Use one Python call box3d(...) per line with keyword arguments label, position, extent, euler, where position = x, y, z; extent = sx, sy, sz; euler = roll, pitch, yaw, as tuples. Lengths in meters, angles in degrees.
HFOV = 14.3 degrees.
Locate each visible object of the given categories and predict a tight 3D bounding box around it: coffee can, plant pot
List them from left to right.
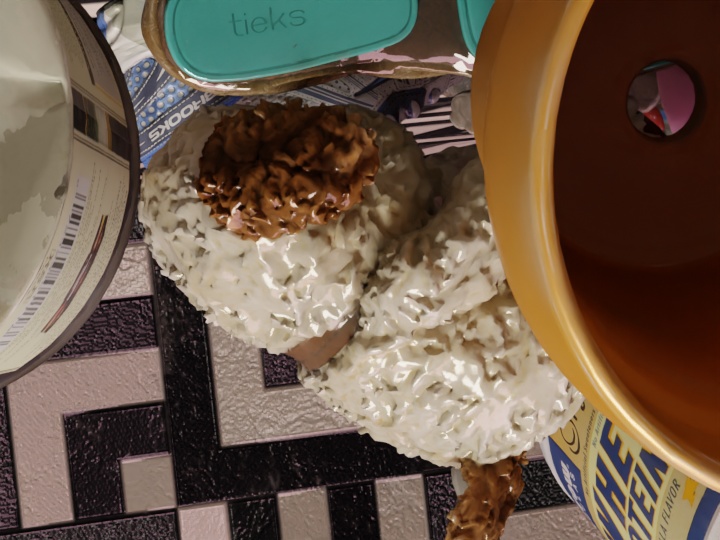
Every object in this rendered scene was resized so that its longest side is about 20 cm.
box3d(label="coffee can", position=(-0.138, -0.033, 0.761), extent=(0.145, 0.147, 0.200), euler=(-6, 179, 0))
box3d(label="plant pot", position=(0.118, -0.045, 0.860), extent=(0.199, 0.202, 0.183), euler=(-6, -169, -13))

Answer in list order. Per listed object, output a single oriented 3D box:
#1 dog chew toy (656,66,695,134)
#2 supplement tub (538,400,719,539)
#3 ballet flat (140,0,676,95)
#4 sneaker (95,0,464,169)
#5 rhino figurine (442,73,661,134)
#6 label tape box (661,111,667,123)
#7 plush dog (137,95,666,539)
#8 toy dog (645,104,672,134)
box3d(label="dog chew toy", position=(0.183, -0.042, 1.009), extent=(0.124, 0.201, 0.125), euler=(-13, 141, -11))
box3d(label="supplement tub", position=(0.152, 0.062, 1.095), extent=(0.144, 0.145, 0.200), euler=(-6, -151, -22))
box3d(label="ballet flat", position=(0.024, -0.095, 0.975), extent=(0.199, 0.068, 0.072), euler=(-8, -164, -5))
box3d(label="sneaker", position=(-0.004, -0.076, 1.150), extent=(0.199, 0.086, 0.077), euler=(-7, 180, -11))
box3d(label="rhino figurine", position=(0.063, -0.096, 1.316), extent=(0.199, 0.060, 0.087), euler=(-3, -168, 31))
box3d(label="label tape box", position=(0.252, -0.114, 1.626), extent=(0.199, 0.064, 0.144), euler=(-5, 178, -35))
box3d(label="plush dog", position=(0.000, 0.000, 1.025), extent=(0.171, 0.161, 0.200), euler=(26, 167, -12))
box3d(label="toy dog", position=(0.161, -0.069, 1.500), extent=(0.131, 0.201, 0.096), euler=(-19, -149, 3))
